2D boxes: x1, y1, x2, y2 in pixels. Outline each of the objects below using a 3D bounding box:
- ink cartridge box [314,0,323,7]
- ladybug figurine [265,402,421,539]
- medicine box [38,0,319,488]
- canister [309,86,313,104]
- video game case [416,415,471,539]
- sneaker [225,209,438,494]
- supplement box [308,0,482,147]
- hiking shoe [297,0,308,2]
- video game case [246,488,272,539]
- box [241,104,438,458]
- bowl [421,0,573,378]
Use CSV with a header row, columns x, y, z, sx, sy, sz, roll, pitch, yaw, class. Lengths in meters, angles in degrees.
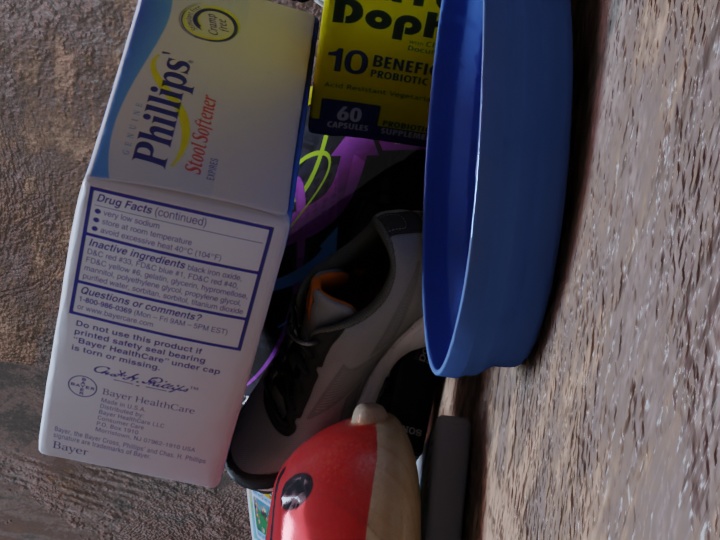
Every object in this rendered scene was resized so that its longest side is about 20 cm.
x,y,z,sx,sy,sz,roll,pitch,yaw,class
-0.008,-0.292,1.084,0.200,0.145,0.088,-52,6,27,ink cartridge box
-0.014,0.166,0.846,0.136,0.071,0.202,-156,71,-81,ladybug figurine
-0.097,-0.021,0.892,0.183,0.102,0.201,-85,11,-49,medicine box
-0.027,-0.023,1.325,0.149,0.086,0.201,107,165,-62,canister
0.031,0.201,0.922,0.182,0.022,0.201,103,175,-69,video game case
-0.017,0.039,0.877,0.200,0.079,0.074,-51,47,25,sneaker
0.039,-0.165,0.834,0.201,0.108,0.110,100,177,-53,supplement box
-0.005,-0.256,0.991,0.201,0.086,0.074,-59,-5,-3,hiking shoe
-0.030,0.176,1.104,0.200,0.024,0.184,-165,68,-64,video game case
0.000,0.000,0.961,0.142,0.036,0.202,2,78,50,box
0.057,-0.054,0.720,0.201,0.039,0.202,-177,90,-86,bowl
